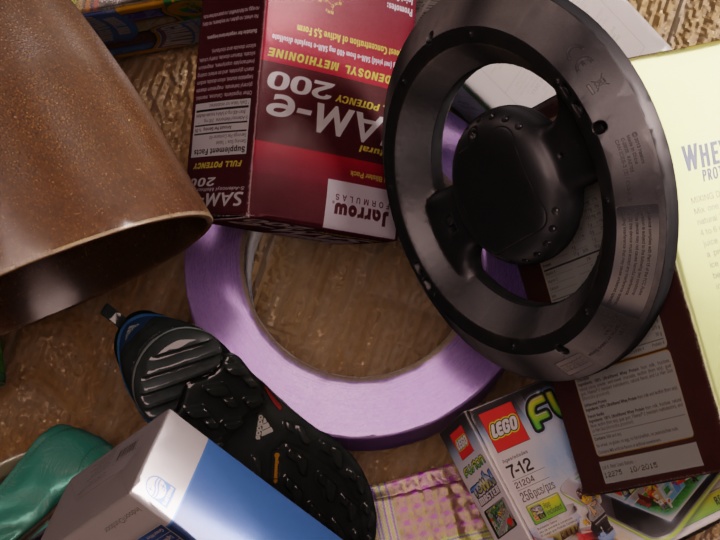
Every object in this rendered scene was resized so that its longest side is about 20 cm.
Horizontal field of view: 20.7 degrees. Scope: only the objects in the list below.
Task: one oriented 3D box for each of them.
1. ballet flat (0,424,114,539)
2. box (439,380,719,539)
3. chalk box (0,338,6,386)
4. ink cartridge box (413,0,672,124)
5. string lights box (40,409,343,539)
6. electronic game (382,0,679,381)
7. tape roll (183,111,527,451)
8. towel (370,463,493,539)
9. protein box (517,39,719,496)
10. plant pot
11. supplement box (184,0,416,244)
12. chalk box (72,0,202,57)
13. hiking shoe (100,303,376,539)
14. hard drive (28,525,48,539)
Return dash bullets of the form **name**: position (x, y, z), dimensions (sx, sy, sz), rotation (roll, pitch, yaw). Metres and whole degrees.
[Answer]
- **ballet flat**: position (-0.217, 0.163, 1.109), dimensions (0.200, 0.067, 0.070), rotation (-43, 57, -7)
- **box**: position (0.151, 0.099, 1.078), dimensions (0.199, 0.035, 0.111), rotation (-20, 75, -31)
- **chalk box**: position (-0.282, 0.017, 1.086), dimensions (0.123, 0.125, 0.202), rotation (-15, 77, 21)
- **ink cartridge box**: position (0.118, -0.108, 1.133), dimensions (0.200, 0.059, 0.104), rotation (40, 79, -29)
- **string lights box**: position (-0.057, 0.166, 1.015), dimensions (0.200, 0.103, 0.059), rotation (39, 46, -16)
- **electronic game**: position (0.079, -0.043, 0.977), dimensions (0.041, 0.200, 0.201), rotation (-17, 76, -37)
- **tape roll**: position (0.000, 0.000, 1.131), dimensions (0.198, 0.066, 0.202), rotation (0, 78, 0)
- **towel**: position (0.009, 0.196, 1.113), dimensions (0.198, 0.023, 0.145), rotation (-15, 79, -1)
- **protein box**: position (0.199, -0.011, 1.027), dimensions (0.197, 0.135, 0.202), rotation (-14, 85, -29)
- **plant pot**: position (-0.196, -0.081, 0.987), dimensions (0.186, 0.187, 0.201), rotation (-22, 85, -4)
- **supplement box**: position (-0.029, -0.120, 1.055), dimensions (0.108, 0.061, 0.202), rotation (8, 85, -41)
- **chalk box**: position (-0.132, -0.197, 1.131), dimensions (0.198, 0.124, 0.126), rotation (-9, 85, -2)
- **hiking shoe**: position (-0.059, 0.092, 1.064), dimensions (0.074, 0.087, 0.201), rotation (-39, 121, -8)
- **hard drive**: position (-0.138, 0.240, 1.060), dimensions (0.134, 0.042, 0.201), rotation (-35, 99, -1)
